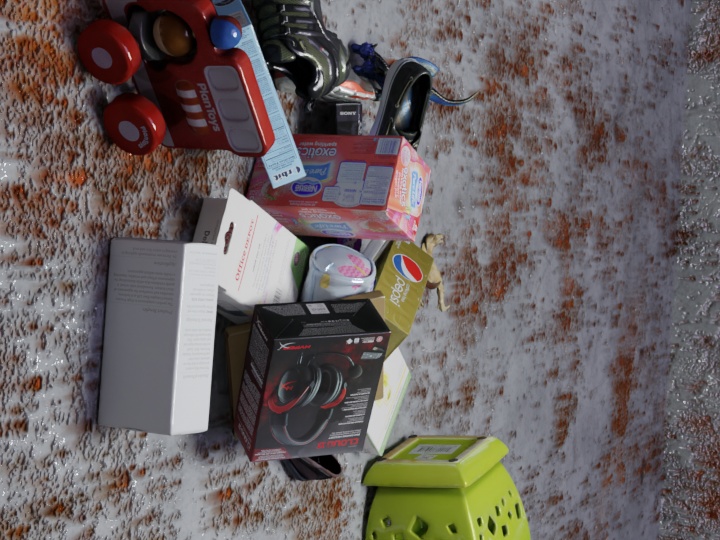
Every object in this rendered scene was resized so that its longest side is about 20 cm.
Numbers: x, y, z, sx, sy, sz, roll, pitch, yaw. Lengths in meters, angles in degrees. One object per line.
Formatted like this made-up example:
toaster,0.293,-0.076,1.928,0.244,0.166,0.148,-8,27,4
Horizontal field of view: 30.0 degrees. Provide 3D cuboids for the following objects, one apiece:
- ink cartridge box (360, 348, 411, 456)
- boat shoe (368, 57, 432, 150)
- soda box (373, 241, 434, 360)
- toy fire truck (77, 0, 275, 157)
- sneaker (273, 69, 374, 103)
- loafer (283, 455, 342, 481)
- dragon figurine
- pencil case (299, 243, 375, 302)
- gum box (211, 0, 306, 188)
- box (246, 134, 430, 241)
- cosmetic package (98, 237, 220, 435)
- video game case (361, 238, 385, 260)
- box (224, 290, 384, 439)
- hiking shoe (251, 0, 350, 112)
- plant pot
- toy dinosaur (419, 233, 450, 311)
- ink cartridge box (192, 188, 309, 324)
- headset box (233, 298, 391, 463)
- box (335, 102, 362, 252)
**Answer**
ink cartridge box,0.004,0.149,1.910,0.146,0.048,0.200,-67,149,-33
boat shoe,0.053,-0.187,1.828,0.068,0.057,0.201,-2,112,-33
soda box,0.040,0.034,1.794,0.068,0.064,0.200,36,33,-8
toy fire truck,-0.180,-0.209,1.370,0.112,0.167,0.201,-55,140,-45
sneaker,-0.040,-0.264,1.739,0.200,0.077,0.082,5,83,-63
loafer,-0.081,0.207,1.733,0.200,0.063,0.072,61,42,-46
dragon figurine,0.073,-0.262,1.884,0.099,0.199,0.059,145,-38,-79
pencil case,-0.046,0.065,1.677,0.090,0.083,0.201,2,123,-29
gum box,-0.126,-0.219,1.506,0.170,0.044,0.200,-115,-175,-52
box,-0.027,-0.101,1.645,0.095,0.199,0.103,43,55,-56
cosmetic package,-0.212,0.068,1.422,0.074,0.101,0.201,2,93,-61
video game case,0.000,0.000,1.765,0.200,0.018,0.143,-56,177,32
box,-0.065,0.115,1.632,0.199,0.021,0.164,-14,127,-19
hiking shoe,-0.088,-0.289,1.590,0.200,0.076,0.101,55,41,-16
plant pot,0.123,0.351,2.016,0.199,0.199,0.182,-23,106,-59
toy dinosaur,0.103,0.012,2.058,0.200,0.058,0.102,-83,165,-64
ink cartridge box,-0.143,-0.011,1.579,0.200,0.067,0.118,42,58,-58
headset box,-0.061,0.138,1.583,0.148,0.075,0.201,-2,123,-24
box,-0.015,-0.123,1.787,0.143,0.036,0.201,-79,171,-83
